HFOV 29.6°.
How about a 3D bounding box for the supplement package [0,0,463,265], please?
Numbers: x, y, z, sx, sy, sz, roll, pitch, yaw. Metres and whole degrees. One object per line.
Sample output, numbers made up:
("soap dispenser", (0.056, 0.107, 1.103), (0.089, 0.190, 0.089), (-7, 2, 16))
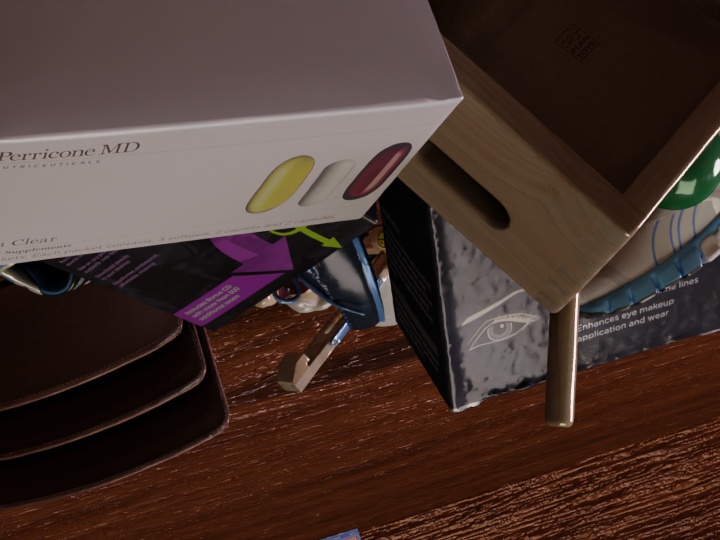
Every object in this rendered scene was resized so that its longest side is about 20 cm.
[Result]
("supplement package", (-0.085, -0.102, 0.566), (0.198, 0.157, 0.111), (-9, 159, -28))

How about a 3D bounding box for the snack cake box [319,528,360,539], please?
("snack cake box", (-0.085, 0.599, 2.697), (0.198, 0.116, 0.067), (-14, 162, -17))

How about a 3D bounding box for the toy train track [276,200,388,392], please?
("toy train track", (0.000, 0.000, 0.978), (0.201, 0.033, 0.114), (-53, -155, -22))

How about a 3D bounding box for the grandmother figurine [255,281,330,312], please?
("grandmother figurine", (-0.039, -0.016, 1.034), (0.121, 0.061, 0.200), (-31, 167, -13))

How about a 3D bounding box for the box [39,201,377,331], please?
("box", (-0.109, -0.040, 0.714), (0.199, 0.036, 0.142), (26, 136, -37))

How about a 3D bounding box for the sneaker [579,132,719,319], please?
("sneaker", (0.186, -0.049, 0.777), (0.199, 0.087, 0.075), (-35, -179, 8))

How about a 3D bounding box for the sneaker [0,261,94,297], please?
("sneaker", (-0.182, -0.012, 0.872), (0.071, 0.073, 0.199), (-29, 161, 23))

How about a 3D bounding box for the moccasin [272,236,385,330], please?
("moccasin", (-0.043, -0.035, 0.876), (0.068, 0.081, 0.201), (-25, 126, 3))

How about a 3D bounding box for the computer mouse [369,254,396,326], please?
("computer mouse", (0.039, 0.010, 1.211), (0.109, 0.044, 0.200), (-16, 162, -15))

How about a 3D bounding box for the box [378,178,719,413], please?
("box", (0.118, -0.047, 0.851), (0.195, 0.118, 0.202), (-15, 122, -11))

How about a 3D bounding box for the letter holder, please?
("letter holder", (-0.211, 0.081, 0.997), (0.198, 0.143, 0.101), (-19, 163, 1))

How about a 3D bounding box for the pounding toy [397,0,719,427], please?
("pounding toy", (0.100, -0.067, 0.685), (0.184, 0.200, 0.142), (-46, 174, -25))
